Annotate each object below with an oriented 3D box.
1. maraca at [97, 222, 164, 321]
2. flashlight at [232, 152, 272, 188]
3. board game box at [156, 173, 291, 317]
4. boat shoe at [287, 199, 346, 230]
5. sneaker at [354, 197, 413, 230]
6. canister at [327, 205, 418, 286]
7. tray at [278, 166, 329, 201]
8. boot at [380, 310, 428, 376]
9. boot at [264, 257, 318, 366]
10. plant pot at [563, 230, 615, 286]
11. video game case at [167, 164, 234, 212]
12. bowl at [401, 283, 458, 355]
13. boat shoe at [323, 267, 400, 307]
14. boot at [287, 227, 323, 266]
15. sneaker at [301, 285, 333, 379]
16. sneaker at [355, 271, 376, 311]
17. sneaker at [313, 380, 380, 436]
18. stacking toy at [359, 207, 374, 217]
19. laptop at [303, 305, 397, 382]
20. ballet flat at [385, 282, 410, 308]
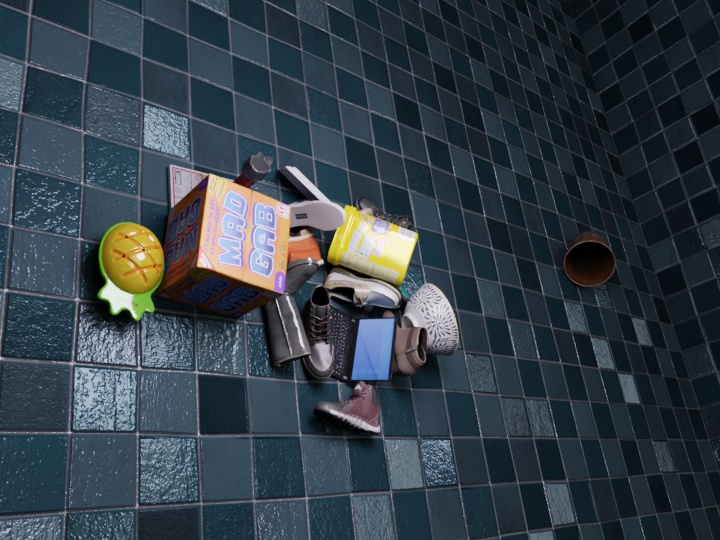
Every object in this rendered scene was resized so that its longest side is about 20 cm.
[{"bbox_3d":[-0.448,-0.001,1.279,0.135,0.106,0.204,19,57,-35],"label":"maraca"},{"bbox_3d":[-0.273,-0.187,1.451,0.067,0.199,0.069,21,55,-30],"label":"flashlight"},{"bbox_3d":[-0.284,-0.043,1.375,0.197,0.198,0.204,20,61,-35],"label":"board game box"},{"bbox_3d":[-0.105,-0.148,1.626,0.092,0.196,0.076,-36,125,-53],"label":"boat shoe"},{"bbox_3d":[0.075,-0.143,1.843,0.200,0.114,0.076,49,42,-8],"label":"sneaker"},{"bbox_3d":[0.032,-0.059,1.645,0.196,0.087,0.151,20,79,4],"label":"canister"},{"bbox_3d":[-0.126,-0.202,1.696,0.200,0.107,0.022,44,81,-17],"label":"tray"},{"bbox_3d":[0.114,0.175,1.679,0.069,0.146,0.204,14,58,-34],"label":"boot"},{"bbox_3d":[-0.148,0.094,1.471,0.072,0.180,0.204,22,46,-54],"label":"boot"},{"bbox_3d":[0.875,-0.070,2.521,0.187,0.186,0.201,47,29,-12],"label":"plant pot"},{"bbox_3d":[-0.350,-0.158,1.521,0.197,0.017,0.146,10,61,-39],"label":"video game case"},{"bbox_3d":[0.168,0.145,1.744,0.092,0.201,0.204,-17,78,-21],"label":"bowl"},{"bbox_3d":[0.001,0.059,1.643,0.196,0.076,0.069,16,46,17],"label":"boat shoe"},{"bbox_3d":[-0.165,-0.027,1.586,0.199,0.074,0.109,-26,91,-48],"label":"boot"},{"bbox_3d":[-0.098,0.142,1.512,0.073,0.107,0.204,-3,60,-17],"label":"sneaker"},{"bbox_3d":[0.000,0.000,1.724,0.111,0.075,0.205,9,89,3],"label":"sneaker"},{"bbox_3d":[-0.028,0.306,1.526,0.199,0.075,0.118,32,56,-39],"label":"sneaker"},{"bbox_3d":[0.029,-0.062,1.785,0.085,0.085,0.204,-23,89,-47],"label":"stacking toy"},{"bbox_3d":[-0.021,0.166,1.590,0.198,0.103,0.180,30,50,-27],"label":"laptop"},{"bbox_3d":[0.086,0.066,1.756,0.200,0.072,0.074,36,34,-75],"label":"ballet flat"}]
